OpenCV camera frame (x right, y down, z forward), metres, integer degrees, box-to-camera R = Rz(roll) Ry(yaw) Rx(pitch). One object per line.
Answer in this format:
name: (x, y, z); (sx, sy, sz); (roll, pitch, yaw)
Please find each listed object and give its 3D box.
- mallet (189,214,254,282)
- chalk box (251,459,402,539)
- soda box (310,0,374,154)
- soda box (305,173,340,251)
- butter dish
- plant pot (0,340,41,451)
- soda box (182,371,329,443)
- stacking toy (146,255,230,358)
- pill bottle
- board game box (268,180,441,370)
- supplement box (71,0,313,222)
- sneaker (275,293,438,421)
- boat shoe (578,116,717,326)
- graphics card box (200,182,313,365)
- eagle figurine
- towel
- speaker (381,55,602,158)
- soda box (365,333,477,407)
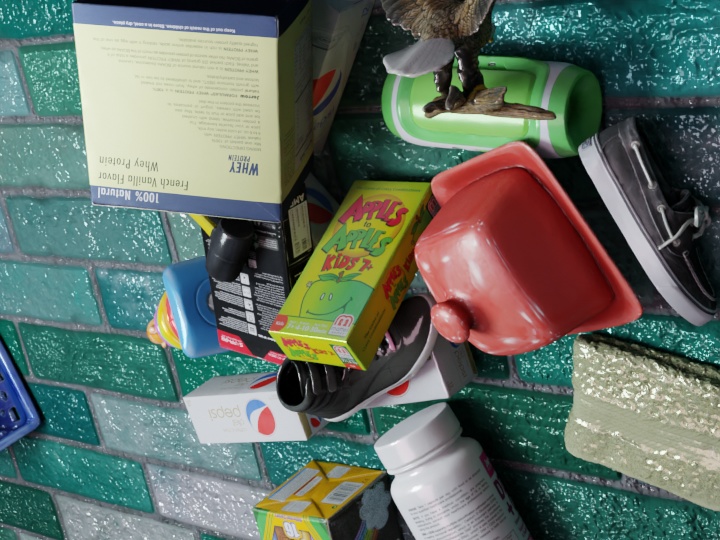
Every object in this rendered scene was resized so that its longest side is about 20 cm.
mallet: (-0.187, -0.065, 1.341); (0.199, 0.041, 0.066); (38, 130, 28)
chalk box: (-0.027, 0.351, 1.548); (0.123, 0.124, 0.202); (2, 113, 39)
soda box: (-0.054, -0.206, 1.314); (0.068, 0.063, 0.201); (38, 132, 17)
soda box: (-0.086, -0.076, 1.397); (0.200, 0.068, 0.064); (49, 135, 9)
butter dish: (0.124, 0.008, 1.186); (0.201, 0.148, 0.199); (53, 156, -8)
plant pot: (-0.636, 0.208, 1.947); (0.179, 0.199, 0.202); (-22, 98, 52)
soda box: (-0.126, 0.168, 1.576); (0.198, 0.063, 0.069); (-9, 107, 42)
stacking toy: (-0.216, 0.060, 1.581); (0.199, 0.109, 0.117); (-26, 80, 56)
pill bottle: (0.103, 0.254, 1.392); (0.113, 0.113, 0.201); (-26, 95, 45)
board game box: (0.000, 0.000, 1.283); (0.101, 0.201, 0.048); (4, 144, 38)
supplement box: (-0.153, -0.172, 1.230); (0.197, 0.135, 0.202); (6, 118, 11)
sneaker: (-0.007, 0.090, 1.298); (0.200, 0.099, 0.071); (-42, 59, 30)
boat shoe: (0.270, -0.044, 1.122); (0.068, 0.074, 0.200); (-29, 99, 26)
graphics card box: (-0.107, -0.003, 1.359); (0.124, 0.051, 0.202); (13, 122, 37)
eagle figurine: (0.093, -0.232, 1.100); (0.151, 0.150, 0.203); (-159, 73, -81)
towel: (0.289, 0.146, 1.232); (0.198, 0.036, 0.150); (19, 123, 32)
speaker: (0.119, -0.153, 1.182); (0.198, 0.088, 0.089); (10, 119, 37)
soda box: (0.027, 0.106, 1.396); (0.199, 0.063, 0.069); (-12, 102, 42)
